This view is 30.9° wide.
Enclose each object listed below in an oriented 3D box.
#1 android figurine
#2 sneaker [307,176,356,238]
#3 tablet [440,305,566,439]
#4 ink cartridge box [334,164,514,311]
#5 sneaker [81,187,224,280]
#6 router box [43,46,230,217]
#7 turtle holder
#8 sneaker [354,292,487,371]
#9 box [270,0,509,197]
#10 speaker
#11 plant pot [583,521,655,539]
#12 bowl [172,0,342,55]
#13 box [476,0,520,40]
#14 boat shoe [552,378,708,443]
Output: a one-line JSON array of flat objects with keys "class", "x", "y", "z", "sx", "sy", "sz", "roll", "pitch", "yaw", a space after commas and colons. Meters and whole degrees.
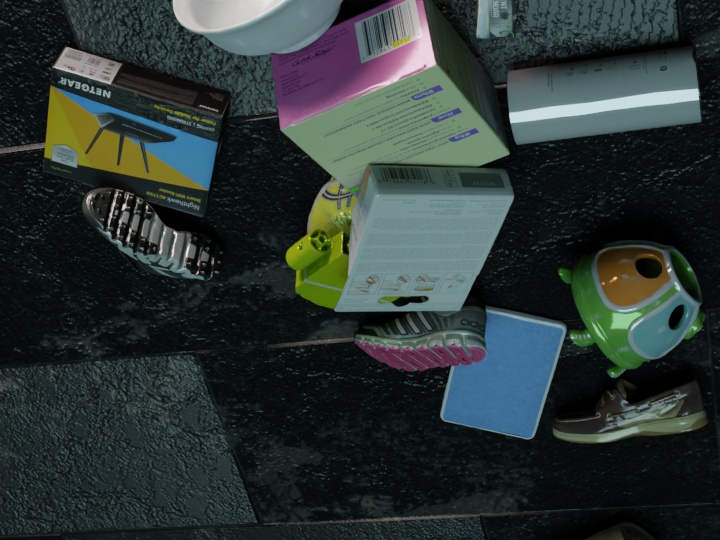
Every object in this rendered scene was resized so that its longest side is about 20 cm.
[{"class": "android figurine", "x": 0.000, "y": 0.000, "z": 1.542, "sx": 0.180, "sy": 0.042, "sz": 0.200, "roll": 14, "pitch": 155, "yaw": -25}, {"class": "sneaker", "x": 0.006, "y": -0.079, "z": 1.498, "sx": 0.075, "sy": 0.077, "sz": 0.200, "roll": 38, "pitch": 126, "yaw": -20}, {"class": "tablet", "x": 0.179, "y": 0.131, "z": 1.664, "sx": 0.129, "sy": 0.014, "sz": 0.202, "roll": 12, "pitch": 127, "yaw": 3}, {"class": "ink cartridge box", "x": 0.064, "y": -0.032, "z": 1.435, "sx": 0.160, "sy": 0.051, "sz": 0.201, "roll": 0, "pitch": 143, "yaw": -18}, {"class": "sneaker", "x": -0.263, "y": -0.035, "z": 1.565, "sx": 0.090, "sy": 0.067, "sz": 0.199, "roll": -11, "pitch": 150, "yaw": 43}, {"class": "router box", "x": -0.259, "y": -0.157, "z": 1.504, "sx": 0.198, "sy": 0.051, "sz": 0.150, "roll": 16, "pitch": 130, "yaw": -1}, {"class": "turtle holder", "x": 0.324, "y": 0.045, "z": 1.490, "sx": 0.131, "sy": 0.142, "sz": 0.186, "roll": -29, "pitch": 116, "yaw": 27}, {"class": "sneaker", "x": 0.079, "y": 0.069, "z": 1.605, "sx": 0.199, "sy": 0.088, "sz": 0.074, "roll": -7, "pitch": 147, "yaw": 43}, {"class": "box", "x": 0.034, "y": -0.172, "z": 1.351, "sx": 0.174, "sy": 0.098, "sz": 0.200, "roll": -20, "pitch": 150, "yaw": 21}, {"class": "speaker", "x": 0.254, "y": -0.183, "z": 1.367, "sx": 0.198, "sy": 0.082, "sz": 0.082, "roll": -6, "pitch": 126, "yaw": 15}, {"class": "plant pot", "x": 0.329, "y": 0.447, "z": 1.788, "sx": 0.186, "sy": 0.188, "sz": 0.200, "roll": 33, "pitch": 112, "yaw": -15}, {"class": "bowl", "x": -0.080, "y": -0.281, "z": 1.298, "sx": 0.199, "sy": 0.203, "sz": 0.091, "roll": -18, "pitch": 136, "yaw": 23}, {"class": "box", "x": 0.133, "y": -0.322, "z": 1.208, "sx": 0.039, "sy": 0.201, "sz": 0.138, "roll": 4, "pitch": 129, "yaw": 4}, {"class": "boat shoe", "x": 0.334, "y": 0.171, "z": 1.641, "sx": 0.198, "sy": 0.072, "sz": 0.073, "roll": -10, "pitch": 95, "yaw": 31}]
